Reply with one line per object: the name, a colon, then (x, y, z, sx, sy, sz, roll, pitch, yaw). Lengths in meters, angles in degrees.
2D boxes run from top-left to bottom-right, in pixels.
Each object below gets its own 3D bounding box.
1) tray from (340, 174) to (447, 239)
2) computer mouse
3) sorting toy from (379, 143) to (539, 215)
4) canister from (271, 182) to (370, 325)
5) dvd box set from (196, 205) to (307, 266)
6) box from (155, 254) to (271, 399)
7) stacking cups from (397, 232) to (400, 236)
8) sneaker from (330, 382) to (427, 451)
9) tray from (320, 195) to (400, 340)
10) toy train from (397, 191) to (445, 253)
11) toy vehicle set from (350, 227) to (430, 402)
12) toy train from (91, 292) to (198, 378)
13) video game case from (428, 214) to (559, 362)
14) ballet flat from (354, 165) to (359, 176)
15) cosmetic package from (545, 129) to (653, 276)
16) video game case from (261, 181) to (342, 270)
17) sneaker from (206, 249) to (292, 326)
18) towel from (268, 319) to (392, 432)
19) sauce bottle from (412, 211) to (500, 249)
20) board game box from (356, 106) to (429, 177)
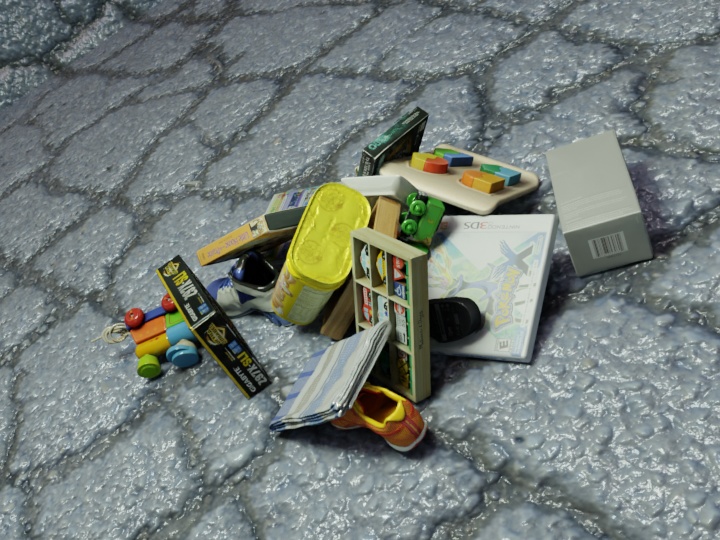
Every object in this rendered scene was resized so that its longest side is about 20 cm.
tray: (0.064, -0.085, 1.283, 0.107, 0.200, 0.022, 2, 69, 37)
computer mouse: (0.078, 0.066, 1.171, 0.200, 0.059, 0.034, -6, 9, 39)
sorting toy: (0.152, -0.146, 1.300, 0.185, 0.037, 0.200, 23, 28, 24)
canister: (-0.062, -0.016, 1.246, 0.200, 0.086, 0.149, 124, 167, -65)
dvd box set: (-0.148, -0.057, 1.381, 0.146, 0.029, 0.200, -16, -4, -43)
box: (-0.222, 0.081, 1.308, 0.049, 0.160, 0.200, -36, 36, -7)
stacking cups: (0.072, -0.091, 1.402, 0.200, 0.061, 0.060, -48, 39, -14)
sneaker: (0.005, 0.166, 1.109, 0.200, 0.077, 0.073, 4, 49, 52)
tray: (0.000, 0.000, 1.246, 0.099, 0.037, 0.200, -81, 14, -47)
toy train: (0.062, -0.018, 1.229, 0.042, 0.056, 0.200, -102, 32, -64)
toy vehicle set: (0.039, 0.055, 1.124, 0.026, 0.200, 0.124, -19, 27, -32)
toy train: (-0.351, 0.126, 1.424, 0.200, 0.085, 0.116, -23, 50, 11)
video game case: (0.161, 0.019, 1.167, 0.182, 0.022, 0.200, 2, 68, 37)
ballet flat: (0.011, -0.142, 1.488, 0.070, 0.065, 0.200, -9, 40, 33)
cosmetic package: (0.323, -0.096, 1.195, 0.107, 0.090, 0.200, -16, 35, 18)
video game case: (-0.104, -0.076, 1.531, 0.182, 0.022, 0.200, -8, 42, 28)
sneaker: (-0.180, 0.016, 1.393, 0.199, 0.115, 0.081, 6, 48, 40)
towel: (-0.042, 0.140, 1.141, 0.200, 0.024, 0.147, -28, 27, 55)
sauce bottle: (0.118, -0.027, 1.277, 0.200, 0.066, 0.066, -21, 37, 11)
board game box: (0.038, -0.146, 1.359, 0.028, 0.200, 0.135, 37, 56, 17)
